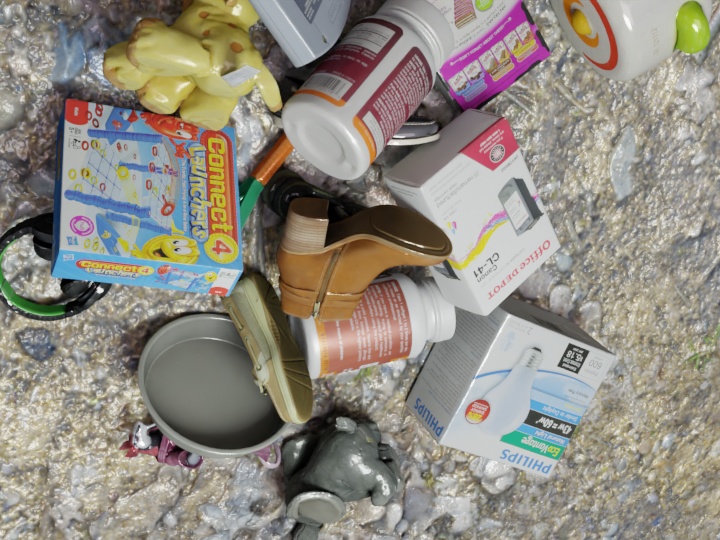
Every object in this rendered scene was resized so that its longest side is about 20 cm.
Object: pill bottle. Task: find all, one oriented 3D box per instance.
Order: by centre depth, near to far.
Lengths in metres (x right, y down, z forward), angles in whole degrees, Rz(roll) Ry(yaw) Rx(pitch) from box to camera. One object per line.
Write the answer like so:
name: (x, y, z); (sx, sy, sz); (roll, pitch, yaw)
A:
pill bottle: (0.012, -0.207, 1.201); (0.200, 0.114, 0.114); (-52, 122, -24)
pill bottle: (0.015, 0.066, 1.388); (0.199, 0.112, 0.113); (-10, 115, -15)

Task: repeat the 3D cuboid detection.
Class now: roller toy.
roller toy: (0.311, -0.327, 1.295); (0.139, 0.200, 0.183); (-32, 105, -4)

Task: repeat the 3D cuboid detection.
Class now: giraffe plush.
giraffe plush: (-0.162, -0.265, 1.167); (0.172, 0.199, 0.163); (30, 63, -48)

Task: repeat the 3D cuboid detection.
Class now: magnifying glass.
magnifying glass: (-0.136, -0.090, 1.297); (0.022, 0.080, 0.200); (39, 84, -31)

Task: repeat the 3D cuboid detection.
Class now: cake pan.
cake pan: (-0.174, 0.143, 1.319); (0.199, 0.201, 0.037); (5, 140, -22)

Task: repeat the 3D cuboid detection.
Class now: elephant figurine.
elephant figurine: (-0.052, 0.290, 1.457); (0.199, 0.141, 0.156); (-31, 90, 12)

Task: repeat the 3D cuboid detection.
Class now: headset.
headset: (-0.326, -0.010, 1.242); (0.199, 0.094, 0.124); (-26, 118, 1)

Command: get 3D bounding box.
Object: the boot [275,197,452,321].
boot: (0.000, 0.000, 1.267); (0.199, 0.074, 0.155); (13, 128, 4)

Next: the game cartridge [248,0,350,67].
game cartridge: (-0.065, -0.310, 1.169); (0.041, 0.201, 0.133); (-16, 125, 26)

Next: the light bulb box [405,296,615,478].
light bulb box: (0.202, 0.150, 1.485); (0.197, 0.125, 0.201); (20, 102, -26)

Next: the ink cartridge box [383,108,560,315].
ink cartridge box: (0.139, -0.071, 1.314); (0.147, 0.085, 0.201); (-40, 120, -18)

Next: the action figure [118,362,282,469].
action figure: (-0.210, 0.197, 1.384); (0.199, 0.134, 0.149); (-18, 144, -12)

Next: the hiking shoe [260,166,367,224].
hiking shoe: (-0.030, -0.050, 1.330); (0.199, 0.101, 0.076); (26, 102, -27)

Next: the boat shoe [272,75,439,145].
boat shoe: (-0.003, -0.188, 1.274); (0.199, 0.073, 0.063); (8, 107, 3)

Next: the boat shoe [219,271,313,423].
boat shoe: (-0.115, 0.100, 1.318); (0.063, 0.202, 0.073); (-29, 158, 16)

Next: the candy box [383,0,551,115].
candy box: (0.122, -0.304, 1.302); (0.136, 0.061, 0.200); (-37, 120, 0)

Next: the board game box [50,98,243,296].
board game box: (-0.234, -0.080, 1.192); (0.195, 0.201, 0.056); (7, 147, -23)
